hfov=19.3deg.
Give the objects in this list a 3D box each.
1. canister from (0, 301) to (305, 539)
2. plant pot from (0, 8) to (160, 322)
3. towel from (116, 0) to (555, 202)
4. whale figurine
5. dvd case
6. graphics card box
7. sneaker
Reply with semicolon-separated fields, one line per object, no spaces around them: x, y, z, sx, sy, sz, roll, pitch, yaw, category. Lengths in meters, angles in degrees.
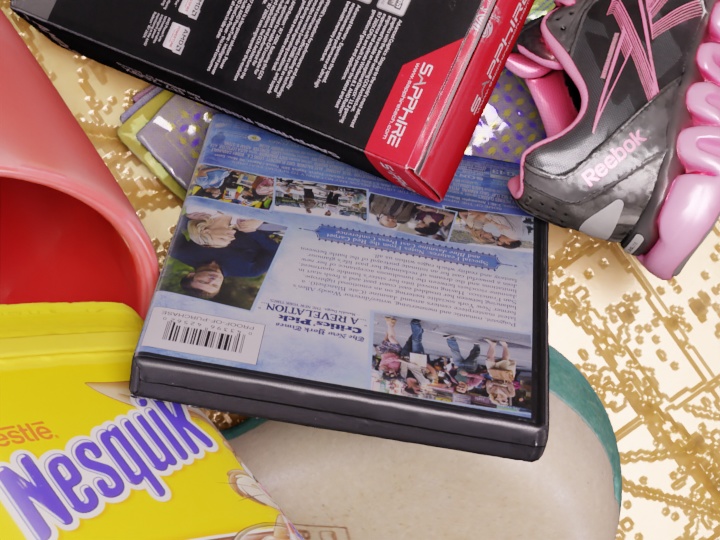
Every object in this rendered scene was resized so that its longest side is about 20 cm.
-0.079;0.108;0.695;0.200;0.148;0.087;48;120;29;canister
-0.194;-0.036;0.791;0.199;0.201;0.178;-23;56;-3;plant pot
0.014;-0.071;0.891;0.200;0.023;0.144;-39;86;-4;towel
0.005;0.078;0.840;0.199;0.104;0.160;-3;124;19;whale figurine
0.000;0.000;0.787;0.142;0.200;0.018;10;119;0;dvd case
-0.030;-0.121;0.847;0.199;0.051;0.126;23;85;23;graphics card box
0.106;-0.097;0.847;0.095;0.079;0.201;13;62;-1;sneaker
